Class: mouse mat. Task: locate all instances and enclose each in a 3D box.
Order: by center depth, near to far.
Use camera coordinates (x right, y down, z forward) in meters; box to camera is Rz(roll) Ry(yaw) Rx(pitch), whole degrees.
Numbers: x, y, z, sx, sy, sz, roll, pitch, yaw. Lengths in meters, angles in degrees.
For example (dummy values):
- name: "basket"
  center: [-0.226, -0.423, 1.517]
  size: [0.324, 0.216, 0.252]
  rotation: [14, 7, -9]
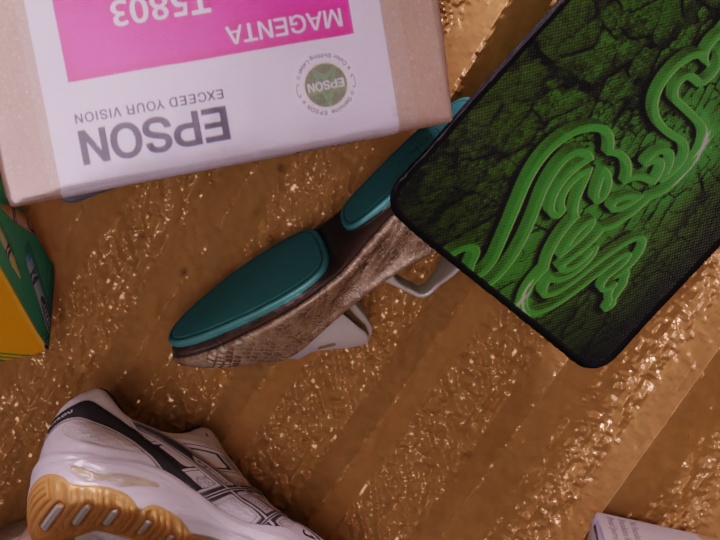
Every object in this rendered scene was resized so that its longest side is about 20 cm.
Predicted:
- name: "mouse mat"
  center: [0.128, -0.061, 0.716]
  size: [0.161, 0.008, 0.200]
  rotation: [37, 101, -30]

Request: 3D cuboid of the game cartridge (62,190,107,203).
- name: "game cartridge"
  center: [-0.132, -0.139, 0.732]
  size: [0.133, 0.040, 0.201]
  rotation: [-19, 102, 11]

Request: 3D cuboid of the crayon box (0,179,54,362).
- name: "crayon box"
  center: [-0.229, -0.033, 0.700]
  size: [0.118, 0.058, 0.200]
  rotation: [-12, 136, 6]

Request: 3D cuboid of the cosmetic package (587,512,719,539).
- name: "cosmetic package"
  center: [0.207, 0.187, 0.757]
  size: [0.199, 0.105, 0.071]
  rotation: [12, 104, -1]

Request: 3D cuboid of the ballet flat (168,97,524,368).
- name: "ballet flat"
  center: [0.000, 0.000, 0.744]
  size: [0.200, 0.071, 0.065]
  rotation: [-35, 116, 14]

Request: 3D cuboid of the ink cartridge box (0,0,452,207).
- name: "ink cartridge box"
  center: [-0.071, -0.127, 0.674]
  size: [0.199, 0.075, 0.166]
  rotation: [-12, 99, -10]

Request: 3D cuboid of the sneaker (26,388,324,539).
- name: "sneaker"
  center: [-0.069, 0.121, 0.772]
  size: [0.200, 0.088, 0.076]
  rotation: [32, 123, -28]

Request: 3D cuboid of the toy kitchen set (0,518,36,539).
- name: "toy kitchen set"
  center: [-0.184, 0.247, 0.752]
  size: [0.163, 0.180, 0.201]
  rotation: [-24, 101, 9]
